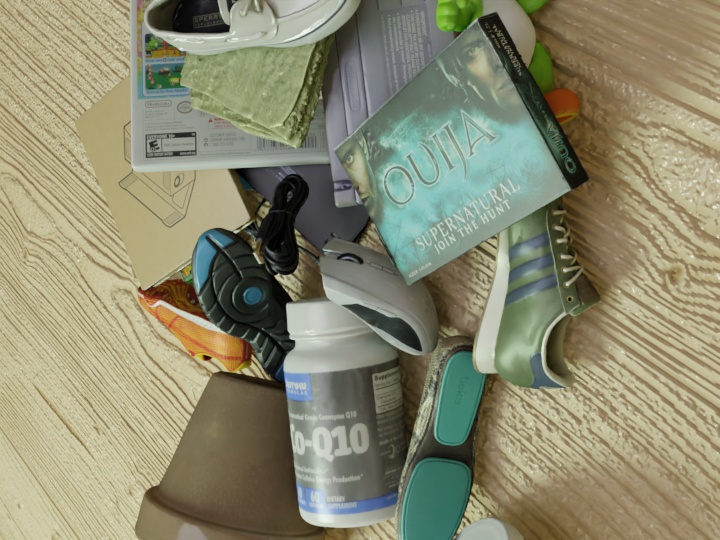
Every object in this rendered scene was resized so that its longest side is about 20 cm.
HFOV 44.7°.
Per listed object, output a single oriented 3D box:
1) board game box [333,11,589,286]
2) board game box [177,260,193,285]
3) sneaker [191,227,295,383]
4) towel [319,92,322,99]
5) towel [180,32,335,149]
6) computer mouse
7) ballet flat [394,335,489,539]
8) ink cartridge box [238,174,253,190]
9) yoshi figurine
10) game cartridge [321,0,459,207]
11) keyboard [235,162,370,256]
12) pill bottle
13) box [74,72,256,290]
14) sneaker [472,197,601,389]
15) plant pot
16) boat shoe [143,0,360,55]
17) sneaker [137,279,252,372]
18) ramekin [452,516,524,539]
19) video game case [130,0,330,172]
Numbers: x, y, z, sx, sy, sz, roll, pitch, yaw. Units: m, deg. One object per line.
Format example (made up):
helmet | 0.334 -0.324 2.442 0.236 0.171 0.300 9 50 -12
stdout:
board game box | 0.067 -0.084 0.680 0.199 0.028 0.137 -33 85 51
board game box | -0.210 -0.064 1.002 0.023 0.105 0.202 -34 69 11
sneaker | -0.111 0.029 0.874 0.072 0.202 0.082 -28 39 0
towel | -0.051 -0.260 0.812 0.186 0.032 0.205 -7 91 10
towel | -0.081 -0.221 0.767 0.146 0.036 0.204 25 107 25
computer mouse | 0.000 0.000 0.775 0.198 0.111 0.044 33 127 -15
ballet flat | 0.071 0.157 0.788 0.075 0.066 0.205 -150 72 -79
ink cartridge box | -0.165 -0.192 0.943 0.113 0.067 0.205 6 99 19
yoshi figurine | 0.114 -0.213 0.686 0.110 0.112 0.205 -14 83 26
game cartridge | 0.028 -0.165 0.772 0.126 0.038 0.205 -6 92 6
keyboard | -0.087 -0.083 0.886 0.200 0.021 0.128 44 105 9
pill bottle | -0.014 0.127 0.832 0.112 0.112 0.205 -6 91 42
box | -0.206 -0.106 0.909 0.162 0.021 0.204 -29 81 29
sneaker | 0.154 0.000 0.699 0.088 0.067 0.205 19 108 32
plant pot | -0.118 0.203 0.908 0.197 0.198 0.179 10 85 41
boat shoe | -0.091 -0.221 0.714 0.196 0.065 0.074 1 96 30
sneaker | -0.202 0.064 1.031 0.198 0.072 0.079 26 122 41
ramekin | 0.103 0.314 0.701 0.093 0.204 0.204 29 122 -6
video game case | -0.127 -0.193 0.860 0.195 0.024 0.187 -2 83 1
